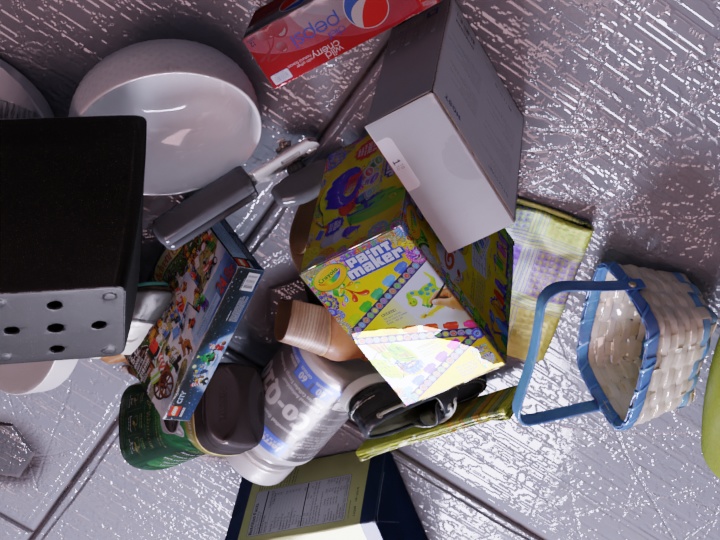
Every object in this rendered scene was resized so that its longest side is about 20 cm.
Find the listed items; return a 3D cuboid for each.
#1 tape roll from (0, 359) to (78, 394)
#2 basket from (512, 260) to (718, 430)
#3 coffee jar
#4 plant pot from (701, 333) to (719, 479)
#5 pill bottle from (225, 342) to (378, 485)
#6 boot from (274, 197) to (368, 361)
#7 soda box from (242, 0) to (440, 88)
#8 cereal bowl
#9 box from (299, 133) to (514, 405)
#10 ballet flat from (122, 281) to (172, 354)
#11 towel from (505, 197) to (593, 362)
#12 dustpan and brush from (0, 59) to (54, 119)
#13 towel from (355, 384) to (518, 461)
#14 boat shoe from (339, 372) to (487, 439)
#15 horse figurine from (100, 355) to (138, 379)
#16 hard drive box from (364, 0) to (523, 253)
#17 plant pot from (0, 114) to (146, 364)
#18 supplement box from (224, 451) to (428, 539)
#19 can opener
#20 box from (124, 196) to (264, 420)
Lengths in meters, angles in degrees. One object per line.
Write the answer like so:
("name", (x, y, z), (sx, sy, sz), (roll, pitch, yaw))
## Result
("tape roll", (-0.377, 0.037, 1.637), (0.201, 0.037, 0.206), (5, 97, 42))
("basket", (0.264, 0.084, 1.560), (0.197, 0.140, 0.178), (-6, 128, -24))
("coffee jar", (-0.191, 0.166, 1.675), (0.085, 0.106, 0.199), (10, 162, -40))
("plant pot", (0.444, 0.143, 1.578), (0.185, 0.189, 0.201), (15, 140, -1))
("pill bottle", (-0.072, 0.151, 1.690), (0.113, 0.114, 0.200), (32, 123, -12))
("boot", (0.000, 0.000, 1.596), (0.153, 0.076, 0.203), (12, 87, -26))
("soda box", (-0.015, -0.257, 1.433), (0.198, 0.070, 0.064), (-23, 117, 23))
("cereal bowl", (-0.200, -0.167, 1.497), (0.197, 0.084, 0.201), (-7, 149, -5))
("box", (0.054, -0.015, 1.472), (0.121, 0.201, 0.193), (-24, 120, 25))
("ballet flat", (-0.274, 0.060, 1.611), (0.198, 0.069, 0.068), (-13, 165, 43))
("towel", (0.162, 0.012, 1.613), (0.142, 0.023, 0.202), (17, 125, -1))
("dustpan and brush", (-0.351, -0.139, 1.574), (0.198, 0.057, 0.141), (21, 124, -5))
("towel", (0.093, 0.175, 1.687), (0.198, 0.086, 0.018), (-20, 97, 27))
("boat shoe", (0.069, 0.148, 1.635), (0.198, 0.061, 0.076), (-10, 143, -33))
("horse figurine", (-0.291, 0.049, 1.698), (0.131, 0.050, 0.202), (17, 127, 5))
("hard drive box", (0.087, -0.143, 1.414), (0.076, 0.201, 0.157), (-24, 116, 23))
("plant pot", (-0.305, -0.020, 1.452), (0.197, 0.179, 0.201), (-4, 148, -13))
("supplement box", (-0.035, 0.347, 1.802), (0.197, 0.135, 0.202), (-12, 121, 17))
("can opener", (-0.121, -0.077, 1.528), (0.198, 0.053, 0.067), (-28, 77, -1))
("box", (-0.188, 0.042, 1.600), (0.037, 0.137, 0.202), (9, 118, -41))
